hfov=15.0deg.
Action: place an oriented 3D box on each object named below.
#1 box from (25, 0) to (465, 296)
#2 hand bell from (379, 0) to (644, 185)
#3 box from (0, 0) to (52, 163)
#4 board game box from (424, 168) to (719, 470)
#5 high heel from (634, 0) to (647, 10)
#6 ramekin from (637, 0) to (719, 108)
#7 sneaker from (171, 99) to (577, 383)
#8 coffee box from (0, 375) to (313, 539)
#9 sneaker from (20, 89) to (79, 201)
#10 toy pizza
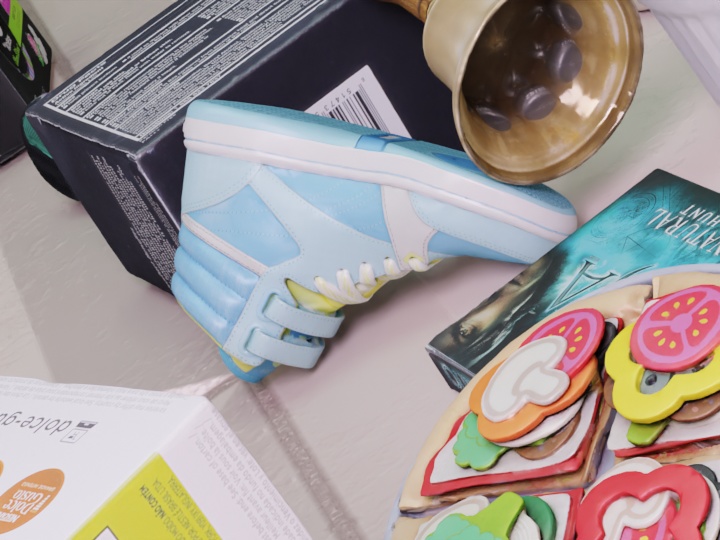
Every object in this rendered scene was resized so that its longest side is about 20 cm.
[{"bbox_3d":[-0.044,-0.083,1.457,0.200,0.124,0.198,-37,22,-13],"label":"box"},{"bbox_3d":[0.033,-0.127,1.297,0.104,0.104,0.200,-38,41,-13],"label":"hand bell"},{"bbox_3d":[-0.311,-0.154,1.967,0.124,0.149,0.200,-32,21,8],"label":"box"},{"bbox_3d":[0.118,0.023,1.120,0.135,0.028,0.200,-37,21,-10],"label":"board game box"},{"bbox_3d":[0.168,-0.187,1.441,0.096,0.067,0.200,-46,27,-6],"label":"high heel"},{"bbox_3d":[0.224,-0.147,1.242,0.200,0.098,0.201,-29,21,12],"label":"ramekin"},{"bbox_3d":[0.000,0.000,1.297,0.199,0.131,0.079,15,7,23],"label":"sneaker"},{"bbox_3d":[-0.109,0.173,0.883,0.198,0.200,0.199,-45,23,-26],"label":"coffee box"},{"bbox_3d":[-0.123,-0.088,1.688,0.199,0.075,0.087,3,24,46],"label":"sneaker"},{"bbox_3d":[0.084,0.072,0.996,0.200,0.032,0.201,-28,36,22],"label":"toy pizza"}]
